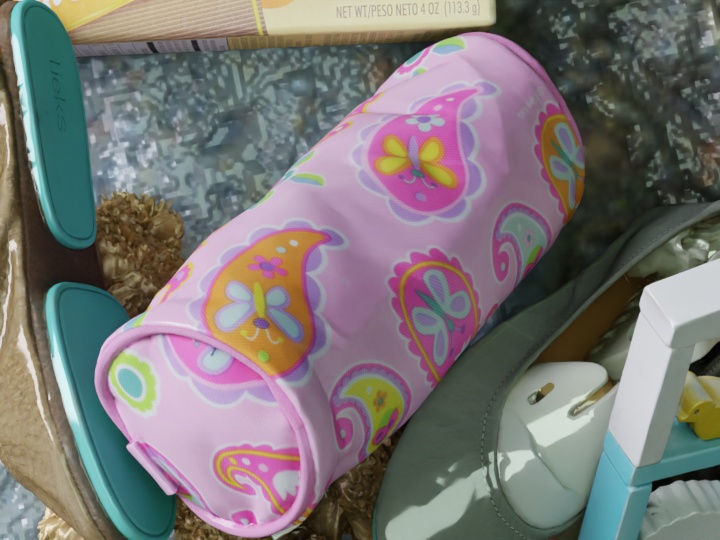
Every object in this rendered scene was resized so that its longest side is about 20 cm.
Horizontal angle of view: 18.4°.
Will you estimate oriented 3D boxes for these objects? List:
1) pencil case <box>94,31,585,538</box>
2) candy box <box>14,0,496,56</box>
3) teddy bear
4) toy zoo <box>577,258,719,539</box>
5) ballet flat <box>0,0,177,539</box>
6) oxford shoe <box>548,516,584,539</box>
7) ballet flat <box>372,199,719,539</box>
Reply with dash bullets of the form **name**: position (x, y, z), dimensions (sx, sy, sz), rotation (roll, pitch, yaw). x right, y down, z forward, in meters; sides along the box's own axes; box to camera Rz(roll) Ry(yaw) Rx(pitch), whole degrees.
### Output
- **pencil case**: position (0.000, 0.000, 0.729), dimensions (0.087, 0.087, 0.200), rotation (43, 46, -1)
- **candy box**: position (-0.054, -0.138, 0.793), dimensions (0.200, 0.055, 0.116), rotation (-3, 90, -1)
- **teddy bear**: position (-0.046, 0.062, 0.776), dimensions (0.200, 0.067, 0.145), rotation (23, 78, 8)
- **toy zoo**: position (0.139, 0.049, 0.718), dimensions (0.131, 0.020, 0.200), rotation (-11, 135, -22)
- **ballet flat**: position (-0.115, 0.008, 0.731), dimensions (0.072, 0.068, 0.200), rotation (-21, 76, 20)
- **oxford shoe**: position (0.052, 0.136, 0.802), dimensions (0.074, 0.071, 0.200), rotation (23, 80, -38)
- **ballet flat**: position (0.080, 0.036, 0.748), dimensions (0.200, 0.064, 0.067), rotation (-42, 109, -36)
